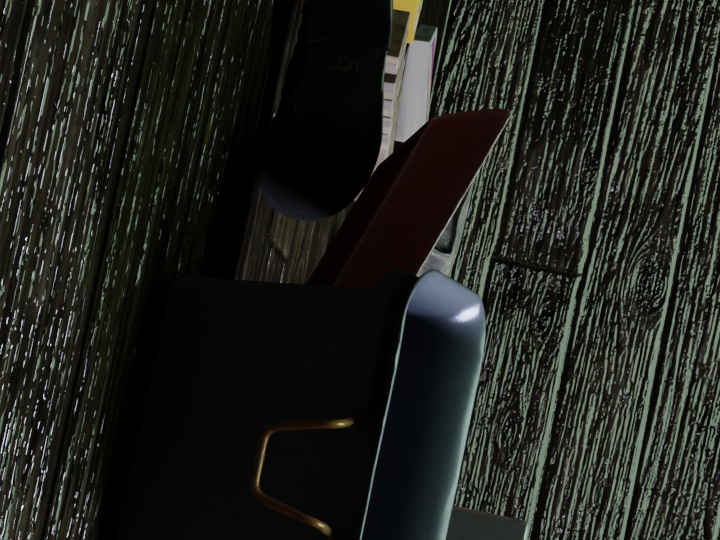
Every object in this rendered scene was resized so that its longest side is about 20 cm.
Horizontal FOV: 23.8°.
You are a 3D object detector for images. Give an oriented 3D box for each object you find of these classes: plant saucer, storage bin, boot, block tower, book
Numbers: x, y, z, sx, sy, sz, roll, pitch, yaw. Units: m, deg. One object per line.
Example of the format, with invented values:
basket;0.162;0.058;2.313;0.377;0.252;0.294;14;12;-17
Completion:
plant saucer;0.000;0.000;0.977;0.200;0.037;0.200;-59;-174;-11
storage bin;-0.038;0.092;0.802;0.146;0.134;0.201;27;73;-68
boot;-0.012;-0.150;1.081;0.174;0.069;0.200;-88;-167;-59
block tower;0.003;-0.135;1.410;0.200;0.054;0.058;95;8;-53
book;0.077;-0.249;2.256;0.200;0.048;0.134;-68;166;-76

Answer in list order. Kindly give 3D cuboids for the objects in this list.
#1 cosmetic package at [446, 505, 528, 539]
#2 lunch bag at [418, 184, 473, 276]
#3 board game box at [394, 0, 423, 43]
cosmetic package;-0.015;0.189;0.983;0.199;0.199;0.123;84;15;-78
lunch bag;0.084;-0.075;2.264;0.164;0.117;0.200;106;3;-60
board game box;0.051;-0.338;1.617;0.200;0.040;0.153;95;7;-58
